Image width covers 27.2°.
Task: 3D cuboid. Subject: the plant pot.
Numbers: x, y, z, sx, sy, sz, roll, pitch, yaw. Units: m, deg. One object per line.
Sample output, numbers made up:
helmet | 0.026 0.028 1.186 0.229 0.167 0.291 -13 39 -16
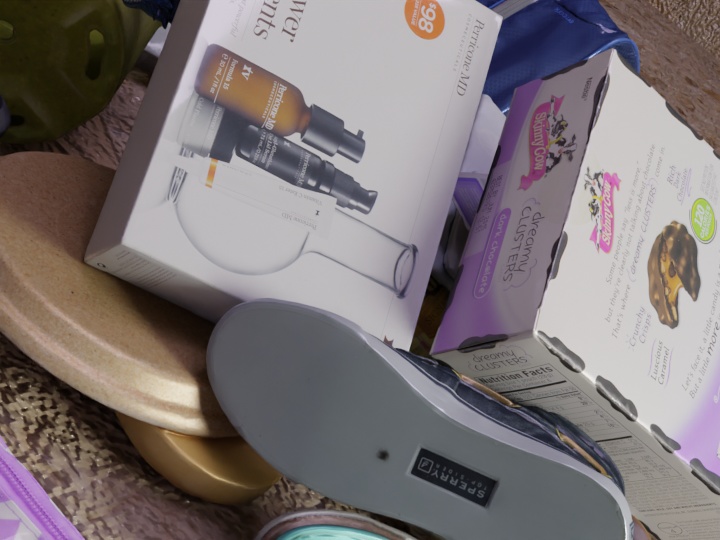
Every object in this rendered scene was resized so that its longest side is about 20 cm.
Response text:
plant pot | -0.180 -0.173 0.833 0.199 0.201 0.185 29 35 -18

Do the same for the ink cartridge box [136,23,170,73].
ink cartridge box | -0.042 -0.178 1.054 0.199 0.175 0.043 29 -15 -17

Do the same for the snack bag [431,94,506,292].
snack bag | 0.125 0.002 0.877 0.188 0.021 0.201 41 33 -14

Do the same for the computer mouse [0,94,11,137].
computer mouse | -0.258 -0.089 0.703 0.199 0.053 0.138 26 23 11

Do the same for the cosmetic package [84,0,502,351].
cosmetic package | -0.025 -0.066 0.710 0.150 0.052 0.202 27 67 -25

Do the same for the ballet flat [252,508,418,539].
ballet flat | 0.027 0.152 0.649 0.199 0.068 0.064 27 -4 -25

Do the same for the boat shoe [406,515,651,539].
boat shoe | 0.050 0.113 0.742 0.199 0.065 0.072 30 56 19

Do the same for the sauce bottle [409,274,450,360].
sauce bottle | 0.000 0.000 0.825 0.200 0.066 0.066 46 23 8

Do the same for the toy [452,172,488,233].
toy | 0.134 -0.016 0.843 0.199 0.047 0.116 -6 63 -51

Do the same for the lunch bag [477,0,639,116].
lunch bag | 0.104 -0.140 1.163 0.133 0.199 0.136 53 -11 31

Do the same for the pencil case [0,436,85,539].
pencil case | -0.141 0.080 0.491 0.200 0.086 0.084 44 21 20

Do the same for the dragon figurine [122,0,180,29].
dragon figurine | -0.048 -0.085 0.767 0.200 0.100 0.059 39 56 8

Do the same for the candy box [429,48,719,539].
candy box | 0.144 0.019 0.754 0.200 0.071 0.169 39 56 -28

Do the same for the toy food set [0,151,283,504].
toy food set | -0.112 0.015 0.712 0.199 0.049 0.198 29 23 -17

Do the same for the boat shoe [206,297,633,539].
boat shoe | 0.027 0.075 0.664 0.199 0.071 0.091 29 8 7
